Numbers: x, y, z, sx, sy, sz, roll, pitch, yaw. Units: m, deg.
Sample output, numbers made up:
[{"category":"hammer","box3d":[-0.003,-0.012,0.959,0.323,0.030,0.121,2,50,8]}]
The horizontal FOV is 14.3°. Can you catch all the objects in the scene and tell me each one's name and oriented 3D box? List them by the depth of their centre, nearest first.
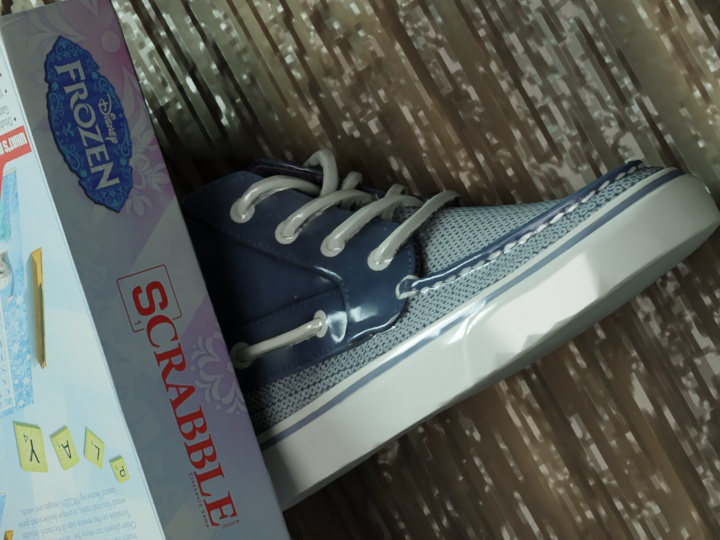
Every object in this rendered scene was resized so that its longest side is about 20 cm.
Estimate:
[{"category":"boot","box3d":[0.000,0.000,0.783,0.200,0.073,0.090,-33,84,33]},{"category":"board game box","box3d":[-0.106,0.041,0.833,0.200,0.041,0.200,-17,91,54]}]
